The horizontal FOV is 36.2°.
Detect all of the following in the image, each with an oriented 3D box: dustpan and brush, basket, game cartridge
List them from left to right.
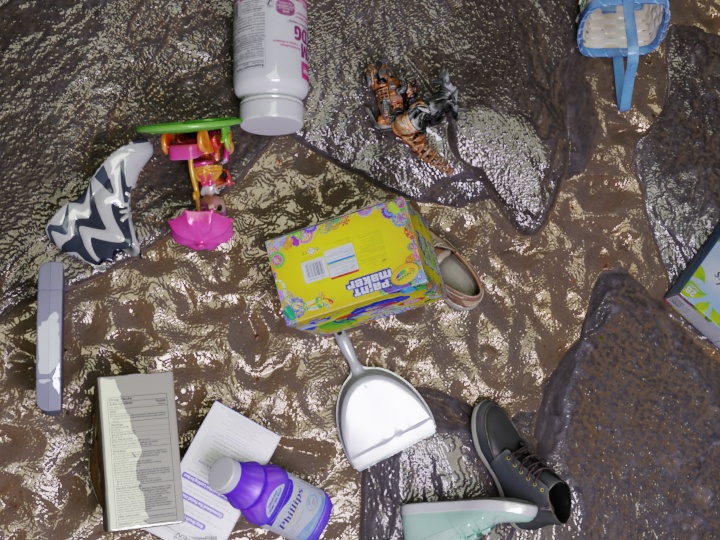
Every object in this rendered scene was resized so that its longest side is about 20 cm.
[{"bbox_3d":[-0.423,0.094,1.502,0.040,0.133,0.201,1,79,-17],"label":"game cartridge"},{"bbox_3d":[0.008,0.172,1.610,0.139,0.057,0.201,-26,91,-1],"label":"dustpan and brush"},{"bbox_3d":[0.409,-0.372,1.718,0.138,0.177,0.201,-6,67,4],"label":"basket"}]

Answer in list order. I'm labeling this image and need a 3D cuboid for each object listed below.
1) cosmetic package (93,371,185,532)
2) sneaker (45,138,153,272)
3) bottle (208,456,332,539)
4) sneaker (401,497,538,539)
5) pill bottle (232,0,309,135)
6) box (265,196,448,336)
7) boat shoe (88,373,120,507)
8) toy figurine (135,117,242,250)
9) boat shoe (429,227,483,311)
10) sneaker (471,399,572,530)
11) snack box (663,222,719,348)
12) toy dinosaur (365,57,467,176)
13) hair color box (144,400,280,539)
[{"bbox_3d":[-0.295,0.240,1.460,0.105,0.071,0.201,-1,78,-19],"label":"cosmetic package"},{"bbox_3d":[-0.339,-0.083,1.577,0.130,0.079,0.199,42,76,-2],"label":"sneaker"},{"bbox_3d":[-0.123,0.308,1.497,0.200,0.065,0.084,38,73,-42],"label":"bottle"},{"bbox_3d":[0.158,0.383,1.554,0.199,0.074,0.119,-9,77,21],"label":"sneaker"},{"bbox_3d":[-0.133,-0.311,1.637,0.113,0.113,0.201,0,80,-10],"label":"pill bottle"},{"bbox_3d":[0.000,0.000,1.529,0.199,0.193,0.123,-18,79,11],"label":"box"},{"bbox_3d":[-0.344,0.244,1.521,0.071,0.068,0.201,-7,82,-13],"label":"boat shoe"},{"bbox_3d":[-0.228,-0.122,1.581,0.149,0.200,0.185,-2,100,11],"label":"toy figurine"},{"bbox_3d":[0.110,-0.023,1.647,0.200,0.072,0.076,39,76,-1],"label":"boat shoe"},{"bbox_3d":[0.238,0.275,1.589,0.075,0.106,0.201,-23,89,-35],"label":"sneaker"},{"bbox_3d":[0.605,0.043,1.724,0.200,0.068,0.169,41,75,0],"label":"snack box"},{"bbox_3d":[0.087,-0.240,1.689,0.135,0.102,0.201,-30,104,1],"label":"toy dinosaur"},{"bbox_3d":[-0.206,0.296,1.538,0.109,0.065,0.201,30,74,-4],"label":"hair color box"}]
